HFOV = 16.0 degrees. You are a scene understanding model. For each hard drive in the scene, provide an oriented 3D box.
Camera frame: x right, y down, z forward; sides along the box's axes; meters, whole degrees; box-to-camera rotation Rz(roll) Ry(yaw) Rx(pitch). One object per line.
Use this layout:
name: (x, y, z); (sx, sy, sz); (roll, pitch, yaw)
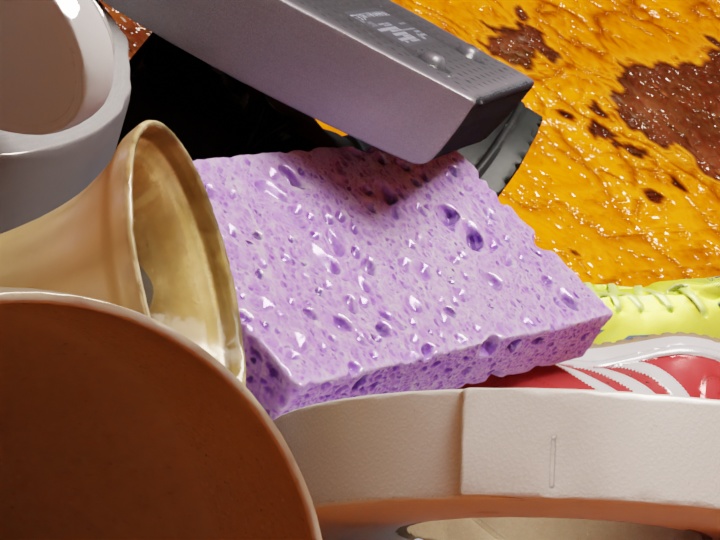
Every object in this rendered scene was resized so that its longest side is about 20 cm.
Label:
hard drive: (-0.035, -0.105, 1.028); (0.200, 0.042, 0.135); (29, 14, 9)

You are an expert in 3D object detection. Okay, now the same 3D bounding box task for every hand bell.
hand bell: (-0.146, 0.027, 0.798); (0.104, 0.200, 0.104); (-13, 90, -78)

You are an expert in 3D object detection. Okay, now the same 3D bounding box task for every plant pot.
plant pot: (-0.127, 0.096, 0.704); (0.200, 0.201, 0.134); (10, 2, -35)

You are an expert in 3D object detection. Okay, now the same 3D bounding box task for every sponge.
sponge: (0.000, 0.000, 0.974); (0.200, 0.030, 0.112); (-9, 51, -51)

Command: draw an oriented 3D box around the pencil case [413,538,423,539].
pencil case: (0.069, 0.176, 0.849); (0.200, 0.083, 0.091); (37, 13, 7)

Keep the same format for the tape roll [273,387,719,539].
tape roll: (0.066, 0.074, 0.868); (0.203, 0.203, 0.037); (11, 74, -33)

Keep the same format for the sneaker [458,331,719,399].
sneaker: (0.107, 0.079, 1.043); (0.200, 0.071, 0.113); (6, 34, -26)

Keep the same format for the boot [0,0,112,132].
boot: (-0.139, -0.119, 0.905); (0.200, 0.074, 0.096); (34, 36, 26)

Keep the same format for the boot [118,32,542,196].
boot: (-0.019, -0.064, 1.129); (0.168, 0.076, 0.200); (37, 35, 0)

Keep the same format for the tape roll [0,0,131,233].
tape roll: (-0.188, -0.071, 0.953); (0.200, 0.066, 0.200); (14, 31, -9)

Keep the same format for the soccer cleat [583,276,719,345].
soccer cleat: (0.131, 0.026, 1.132); (0.200, 0.084, 0.065); (12, 36, -32)
